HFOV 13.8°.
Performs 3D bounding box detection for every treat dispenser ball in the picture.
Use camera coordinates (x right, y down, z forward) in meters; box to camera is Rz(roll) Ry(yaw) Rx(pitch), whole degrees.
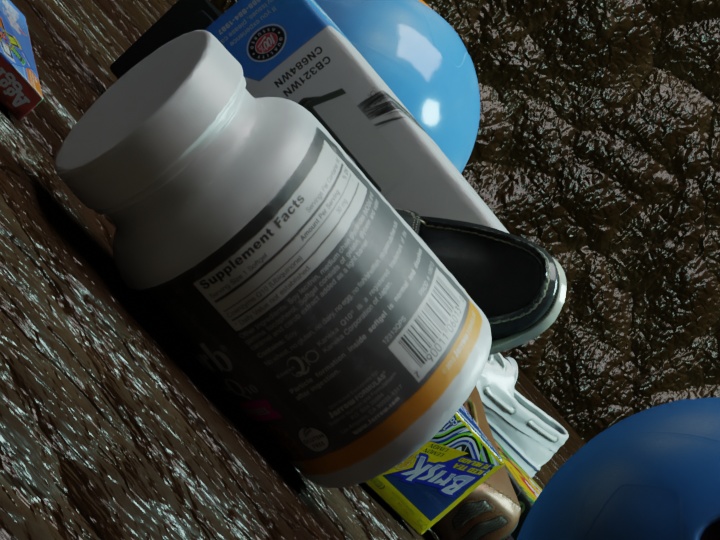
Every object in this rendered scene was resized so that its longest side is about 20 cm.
[{"bbox_3d":[0.167,0.159,1.379,0.201,0.201,0.201,49,4,-4],"label":"treat dispenser ball"},{"bbox_3d":[-0.005,-0.131,2.372,0.201,0.201,0.201,49,4,-4],"label":"treat dispenser ball"}]

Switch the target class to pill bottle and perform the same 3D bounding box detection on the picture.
[{"bbox_3d":[-0.041,-0.006,1.365,0.200,0.116,0.116,48,4,-19],"label":"pill bottle"}]

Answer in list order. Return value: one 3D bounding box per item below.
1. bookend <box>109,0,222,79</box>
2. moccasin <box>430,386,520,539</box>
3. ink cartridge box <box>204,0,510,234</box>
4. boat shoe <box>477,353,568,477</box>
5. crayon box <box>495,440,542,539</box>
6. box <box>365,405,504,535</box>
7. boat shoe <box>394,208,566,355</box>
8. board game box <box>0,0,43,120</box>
[{"bbox_3d":[-0.093,-0.097,1.838,0.199,0.092,0.200,50,5,31],"label":"bookend"},{"bbox_3d":[0.030,0.082,1.712,0.078,0.073,0.202,58,8,-34],"label":"moccasin"},{"bbox_3d":[-0.027,-0.032,1.554,0.200,0.146,0.084,50,3,22],"label":"ink cartridge box"},{"bbox_3d":[0.094,0.088,2.376,0.200,0.065,0.074,47,5,-37],"label":"boat shoe"},{"bbox_3d":[0.128,0.194,1.843,0.200,0.051,0.127,47,4,-35],"label":"crayon box"},{"bbox_3d":[-0.001,0.052,1.650,0.070,0.064,0.200,46,4,-42],"label":"box"},{"bbox_3d":[0.000,0.000,1.458,0.199,0.072,0.068,8,-18,14],"label":"boat shoe"},{"bbox_3d":[-0.206,-0.140,1.517,0.103,0.019,0.200,47,4,-17],"label":"board game box"}]
